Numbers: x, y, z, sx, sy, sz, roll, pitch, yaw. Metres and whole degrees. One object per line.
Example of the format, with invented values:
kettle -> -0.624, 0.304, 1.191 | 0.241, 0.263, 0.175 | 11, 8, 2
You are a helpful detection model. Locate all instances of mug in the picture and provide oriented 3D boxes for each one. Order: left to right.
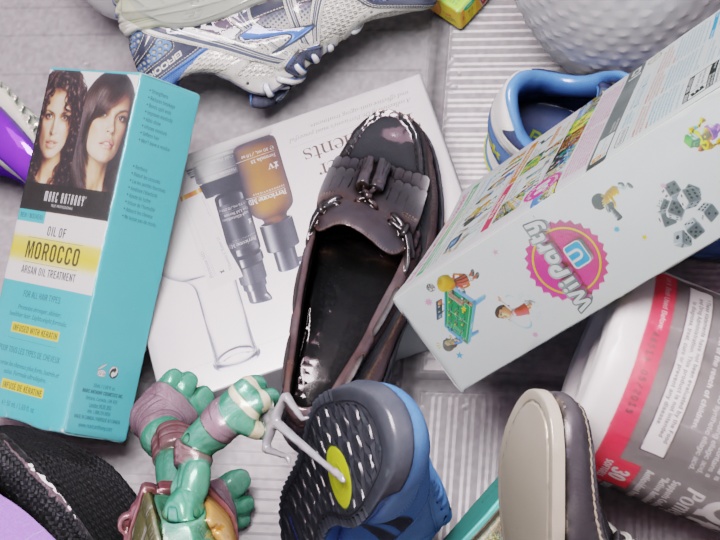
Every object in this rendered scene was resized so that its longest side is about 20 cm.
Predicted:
mug -> 0.176, -0.185, 0.910 | 0.198, 0.176, 0.149 | 1, 66, 11

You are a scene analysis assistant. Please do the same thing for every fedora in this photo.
fedora -> -0.173, 0.149, 0.856 | 0.200, 0.202, 0.091 | 30, 32, 22

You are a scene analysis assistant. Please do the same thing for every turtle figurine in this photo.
turtle figurine -> -0.069, 0.125, 0.797 | 0.100, 0.200, 0.151 | -8, 105, -14

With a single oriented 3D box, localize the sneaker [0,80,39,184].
sneaker -> -0.266, -0.085, 1.016 | 0.199, 0.070, 0.100 | 35, 83, 27

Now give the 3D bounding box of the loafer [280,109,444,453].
loafer -> 0.000, 0.000, 0.869 | 0.071, 0.063, 0.202 | 10, 71, 13

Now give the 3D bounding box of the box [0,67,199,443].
box -> -0.154, -0.010, 0.918 | 0.082, 0.049, 0.202 | 8, 85, 40

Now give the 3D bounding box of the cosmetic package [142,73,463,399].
cosmetic package -> -0.033, -0.011, 0.942 | 0.198, 0.052, 0.152 | -19, 66, 2

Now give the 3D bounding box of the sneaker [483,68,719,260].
sneaker -> 0.161, -0.063, 0.910 | 0.198, 0.082, 0.075 | 14, 67, 15

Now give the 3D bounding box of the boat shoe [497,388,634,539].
boat shoe -> 0.107, 0.143, 0.784 | 0.062, 0.202, 0.073 | -10, 25, -12

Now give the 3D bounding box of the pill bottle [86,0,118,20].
pill bottle -> -0.167, -0.266, 1.049 | 0.110, 0.111, 0.201 | -30, 64, -4

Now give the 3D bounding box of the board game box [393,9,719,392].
board game box -> 0.125, -0.041, 0.808 | 0.199, 0.148, 0.064 | -33, 100, 29

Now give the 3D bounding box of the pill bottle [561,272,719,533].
pill bottle -> 0.203, 0.081, 0.807 | 0.198, 0.111, 0.112 | 22, 70, 2

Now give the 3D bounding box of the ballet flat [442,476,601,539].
ballet flat -> 0.048, 0.173, 0.839 | 0.200, 0.071, 0.071 | -42, 65, -7

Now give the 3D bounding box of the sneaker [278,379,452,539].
sneaker -> 0.013, 0.102, 0.801 | 0.078, 0.201, 0.067 | -10, 65, -18

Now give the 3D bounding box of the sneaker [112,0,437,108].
sneaker -> -0.048, -0.147, 0.995 | 0.198, 0.077, 0.086 | -7, 105, 3

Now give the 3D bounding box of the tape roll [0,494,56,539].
tape roll -> -0.205, 0.205, 0.798 | 0.199, 0.202, 0.065 | 31, 32, 22

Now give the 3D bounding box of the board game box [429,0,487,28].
board game box -> 0.019, -0.244, 1.050 | 0.199, 0.030, 0.096 | 38, 77, 21
